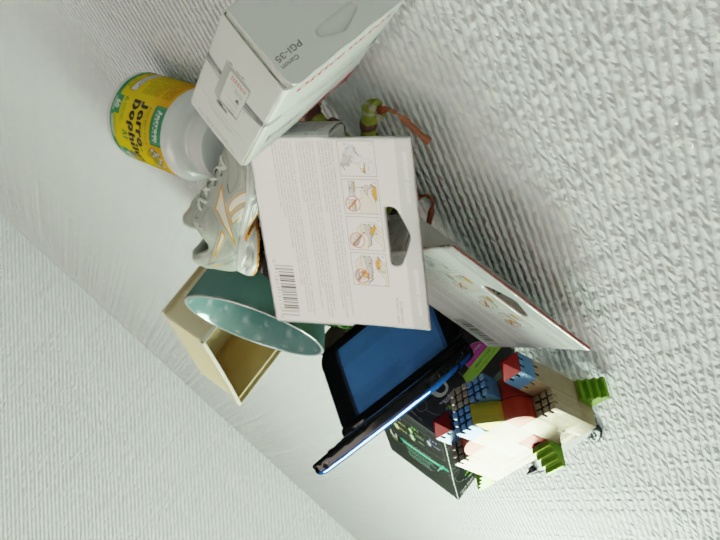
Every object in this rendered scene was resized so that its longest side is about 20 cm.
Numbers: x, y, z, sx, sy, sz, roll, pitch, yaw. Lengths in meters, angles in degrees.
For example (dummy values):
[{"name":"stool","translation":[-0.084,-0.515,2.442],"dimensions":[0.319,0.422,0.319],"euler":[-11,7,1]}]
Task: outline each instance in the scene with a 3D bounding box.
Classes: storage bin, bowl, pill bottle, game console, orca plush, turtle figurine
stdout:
[{"name":"storage bin","translation":[-0.179,0.061,1.635],"dimensions":[0.093,0.199,0.201],"euler":[28,158,26]},{"name":"bowl","translation":[-0.126,0.028,1.444],"dimensions":[0.197,0.107,0.201],"euler":[17,163,5]},{"name":"pill bottle","translation":[-0.219,-0.174,1.335],"dimensions":[0.198,0.113,0.113],"euler":[23,154,43]},{"name":"game console","translation":[0.017,0.111,1.230],"dimensions":[0.119,0.199,0.170],"euler":[52,-155,6]},{"name":"orca plush","translation":[0.242,0.187,1.341],"dimensions":[0.103,0.072,0.201],"euler":[-11,153,7]},{"name":"turtle figurine","translation":[0.003,-0.106,1.123],"dimensions":[0.160,0.065,0.201],"euler":[30,158,31]}]

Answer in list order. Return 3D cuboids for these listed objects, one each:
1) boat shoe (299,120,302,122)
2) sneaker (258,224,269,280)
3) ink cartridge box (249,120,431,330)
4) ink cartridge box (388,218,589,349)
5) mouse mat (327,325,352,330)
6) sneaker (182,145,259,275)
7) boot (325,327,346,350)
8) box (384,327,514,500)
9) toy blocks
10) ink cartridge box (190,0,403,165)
[{"name":"boat shoe","translation":[-0.061,-0.064,1.136],"dimensions":[0.074,0.066,0.202],"euler":[39,151,35]},{"name":"sneaker","translation":[-0.093,-0.048,1.356],"dimensions":[0.078,0.079,0.201],"euler":[15,-155,-22]},{"name":"ink cartridge box","translation":[-0.015,-0.044,1.057],"dimensions":[0.170,0.044,0.204],"euler":[3,116,21]},{"name":"ink cartridge box","translation":[0.120,0.014,1.106],"dimensions":[0.199,0.044,0.173],"euler":[35,161,-25]},{"name":"mouse mat","translation":[-0.059,0.031,1.550],"dimensions":[0.158,0.008,0.201],"euler":[11,151,18]},{"name":"sneaker","translation":[-0.160,-0.081,1.246],"dimensions":[0.076,0.090,0.203],"euler":[-104,16,-58]},{"name":"boot","translation":[-0.008,0.139,1.650],"dimensions":[0.075,0.074,0.200],"euler":[37,-178,-16]},{"name":"box","translation":[0.112,0.168,1.376],"dimensions":[0.123,0.149,0.201],"euler":[32,159,27]},{"name":"toy blocks","translation":[0.157,0.163,1.194],"dimensions":[0.135,0.101,0.199],"euler":[26,132,-35]},{"name":"ink cartridge box","translation":[-0.057,-0.190,0.930],"dimensions":[0.083,0.146,0.200],"euler":[49,160,-2]}]
